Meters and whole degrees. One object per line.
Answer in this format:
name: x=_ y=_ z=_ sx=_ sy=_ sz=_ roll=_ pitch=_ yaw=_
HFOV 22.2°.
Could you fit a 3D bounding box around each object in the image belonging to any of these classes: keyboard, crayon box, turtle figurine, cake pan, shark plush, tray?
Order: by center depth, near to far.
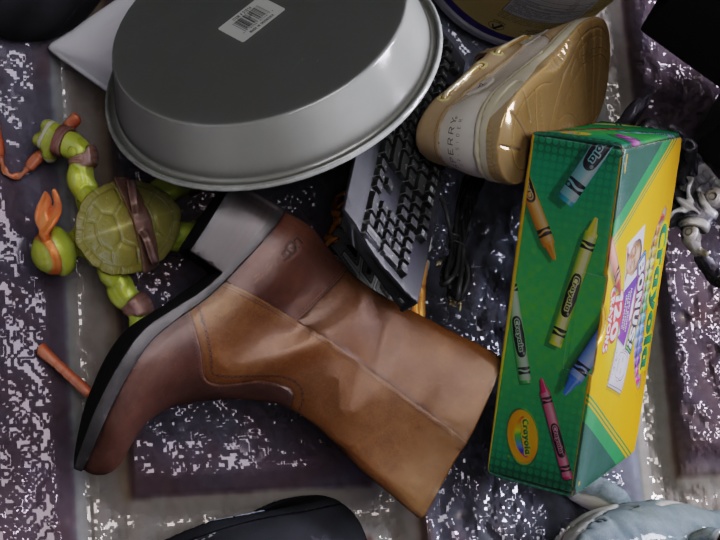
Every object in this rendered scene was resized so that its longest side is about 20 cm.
cake pan: x=-0.054 y=-0.127 z=1.034 sx=0.198 sy=0.037 sz=0.202 roll=-9 pitch=45 yaw=9
keyboard: x=0.040 y=-0.059 z=1.065 sx=0.127 sy=0.020 sz=0.201 roll=52 pitch=36 yaw=-37
crayon box: x=0.132 y=0.018 z=1.076 sx=0.058 sy=0.119 sz=0.202 roll=11 pitch=102 yaw=24
turtle figurine: x=-0.131 y=-0.037 z=1.076 sx=0.160 sy=0.064 sz=0.202 roll=-20 pitch=83 yaw=-21
tray: x=-0.088 y=-0.115 z=1.076 sx=0.107 sy=0.022 sz=0.199 roll=-38 pitch=48 yaw=-21
shark plush: x=0.207 y=0.176 z=1.120 sx=0.198 sy=0.083 sz=0.092 roll=13 pitch=73 yaw=-14

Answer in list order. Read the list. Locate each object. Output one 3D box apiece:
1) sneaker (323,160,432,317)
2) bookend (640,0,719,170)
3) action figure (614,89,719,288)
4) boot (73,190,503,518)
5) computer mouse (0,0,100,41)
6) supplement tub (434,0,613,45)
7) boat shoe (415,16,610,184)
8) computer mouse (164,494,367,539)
sneaker: x=0.000 y=0.000 z=1.105 sx=0.076 sy=0.078 sz=0.202 roll=2 pitch=75 yaw=-9
bookend: x=0.261 y=-0.137 z=1.159 sx=0.198 sy=0.200 sz=0.093 roll=34 pitch=69 yaw=-3
action figure: x=0.199 y=-0.031 z=1.166 sx=0.199 sy=0.102 sz=0.119 roll=33 pitch=76 yaw=21
boot: x=-0.043 y=0.078 z=1.045 sx=0.199 sy=0.068 sz=0.189 roll=35 pitch=80 yaw=-12
computer mouse: x=-0.169 y=-0.228 z=1.118 sx=0.138 sy=0.053 sz=0.201 roll=37 pitch=69 yaw=-7
supplement tub: x=0.125 y=-0.235 z=1.135 sx=0.144 sy=0.200 sz=0.147 roll=4 pitch=75 yaw=-16
boat shoe: x=0.093 y=-0.108 z=1.094 sx=0.200 sy=0.069 sz=0.075 roll=-36 pitch=129 yaw=-57
computer mouse: x=-0.075 y=0.208 z=1.042 sx=0.198 sy=0.046 sz=0.142 roll=-10 pitch=78 yaw=-20
